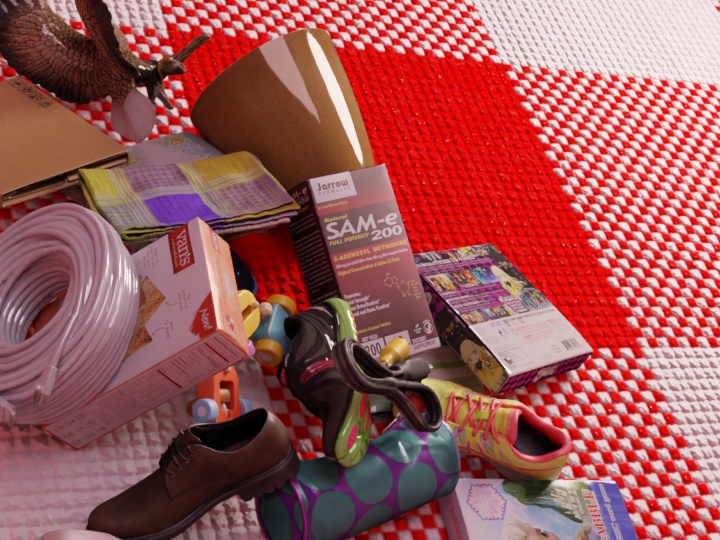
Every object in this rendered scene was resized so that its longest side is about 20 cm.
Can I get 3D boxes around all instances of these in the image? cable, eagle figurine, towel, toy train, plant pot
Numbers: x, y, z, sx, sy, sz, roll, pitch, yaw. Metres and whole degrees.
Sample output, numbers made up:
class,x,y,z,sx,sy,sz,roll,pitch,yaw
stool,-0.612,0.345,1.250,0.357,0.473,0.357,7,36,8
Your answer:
class,x,y,z,sx,sy,sz,roll,pitch,yaw
cable,0.021,0.108,1.261,0.199,0.050,0.099,4,68,-63
eagle figurine,-0.295,-0.254,1.535,0.199,0.153,0.151,24,9,-44
towel,-0.202,-0.083,1.461,0.170,0.049,0.199,-18,38,-39
cable,-0.286,0.039,1.244,0.199,0.069,0.201,23,74,41
towel,0.042,0.069,1.501,0.150,0.024,0.202,-2,52,-27
toy train,-0.113,0.095,1.331,0.199,0.055,0.153,1,81,-61
plant pot,-0.062,-0.134,1.543,0.185,0.186,0.201,-23,75,-40
towel,-0.175,-0.077,1.391,0.197,0.023,0.144,-8,35,-24

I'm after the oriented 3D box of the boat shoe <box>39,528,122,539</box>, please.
class,x,y,z,sx,sy,sz,roll,pitch,yaw
boat shoe,-0.177,0.265,1.167,0.197,0.072,0.060,10,51,-13

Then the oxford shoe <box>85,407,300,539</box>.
class,x,y,z,sx,sy,sz,roll,pitch,yaw
oxford shoe,-0.157,0.177,1.213,0.198,0.085,0.073,-27,34,-10

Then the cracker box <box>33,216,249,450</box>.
class,x,y,z,sx,sy,sz,roll,pitch,yaw
cracker box,-0.205,0.058,1.263,0.058,0.198,0.135,45,22,-47

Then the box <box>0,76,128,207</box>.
class,x,y,z,sx,sy,sz,roll,pitch,yaw
box,-0.367,-0.139,1.445,0.199,0.022,0.163,33,40,31

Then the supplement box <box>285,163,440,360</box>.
class,x,y,z,sx,sy,sz,roll,pitch,yaw
supplement box,0.000,0.000,1.424,0.108,0.061,0.203,-14,84,-36

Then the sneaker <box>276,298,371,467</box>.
class,x,y,z,sx,sy,sz,roll,pitch,yaw
sneaker,-0.036,0.110,1.292,0.082,0.078,0.201,-10,38,-2

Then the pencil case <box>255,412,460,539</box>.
class,x,y,z,sx,sy,sz,roll,pitch,yaw
pencil case,-0.002,0.199,1.307,0.198,0.085,0.093,-16,72,-37

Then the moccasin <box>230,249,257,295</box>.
class,x,y,z,sx,sy,sz,roll,pitch,yaw
moccasin,-0.177,0.039,1.373,0.069,0.080,0.200,62,29,-15

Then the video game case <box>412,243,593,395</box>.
class,x,y,z,sx,sy,sz,roll,pitch,yaw
video game case,0.147,0.048,1.522,0.182,0.036,0.199,48,29,21

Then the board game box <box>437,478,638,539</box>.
class,x,y,z,sx,sy,sz,roll,pitch,yaw
board game box,0.192,0.299,1.343,0.197,0.041,0.202,4,48,-24

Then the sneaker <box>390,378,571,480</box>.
class,x,y,z,sx,sy,sz,roll,pitch,yaw
sneaker,0.128,0.154,1.400,0.197,0.090,0.079,20,64,-7
